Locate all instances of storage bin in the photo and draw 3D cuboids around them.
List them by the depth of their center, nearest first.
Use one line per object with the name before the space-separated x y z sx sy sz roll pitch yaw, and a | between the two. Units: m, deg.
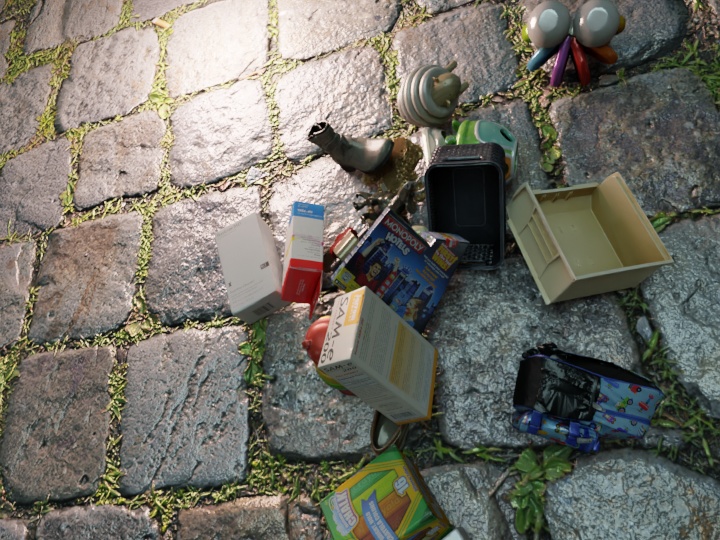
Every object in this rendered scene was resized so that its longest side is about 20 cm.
storage bin | 0.375 -0.063 0.904 0.194 0.094 0.203 -8 62 -17
storage bin | 0.192 -0.114 0.964 0.131 0.205 0.094 1 30 18

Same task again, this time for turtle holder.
turtle holder | 0.242 -0.221 1.051 0.128 0.185 0.146 5 101 20

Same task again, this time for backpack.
backpack | 0.339 0.201 0.810 0.194 0.183 0.139 14 80 10

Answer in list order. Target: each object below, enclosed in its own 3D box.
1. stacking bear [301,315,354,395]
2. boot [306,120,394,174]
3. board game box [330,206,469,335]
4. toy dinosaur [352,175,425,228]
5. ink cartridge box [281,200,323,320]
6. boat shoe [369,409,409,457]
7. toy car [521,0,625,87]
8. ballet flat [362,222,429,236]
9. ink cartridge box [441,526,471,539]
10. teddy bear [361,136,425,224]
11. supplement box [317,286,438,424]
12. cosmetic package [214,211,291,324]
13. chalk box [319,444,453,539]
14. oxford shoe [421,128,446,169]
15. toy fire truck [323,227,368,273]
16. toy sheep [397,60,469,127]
stacking bear | -0.037 0.143 0.937 0.118 0.201 0.117 -5 65 15
boot | -0.030 -0.260 1.105 0.198 0.129 0.069 7 70 56
board game box | 0.079 -0.008 0.908 0.201 0.199 0.062 -49 23 3
toy dinosaur | 0.047 -0.124 1.036 0.100 0.199 0.079 -15 98 -19
ink cartridge box | -0.114 -0.019 1.055 0.065 0.117 0.205 7 54 -13
boat shoe | 0.067 0.229 0.939 0.074 0.072 0.205 9 71 21
toy car | 0.423 -0.452 1.082 0.194 0.175 0.155 8 106 20
ballet flat | 0.056 -0.071 1.016 0.198 0.065 0.059 0 84 55
ink cartridge box | 0.149 0.512 0.785 0.143 0.084 0.202 -37 61 0
teddy bear | 0.072 -0.174 1.122 0.141 0.066 0.206 -11 71 24
supplement box | 0.034 0.139 0.845 0.072 0.199 0.129 -21 40 38
cosmetic package | -0.229 -0.006 1.132 0.111 0.081 0.204 -27 63 7
chalk box | 0.023 0.400 0.839 0.198 0.125 0.125 -37 47 -1
oxford shoe | 0.163 -0.212 1.097 0.056 0.076 0.206 -9 62 11
toy fire truck | 0.000 0.000 1.031 0.129 0.175 0.200 -47 23 3
toy sheep | 0.144 -0.369 1.137 0.141 0.136 0.199 -62 21 -14
